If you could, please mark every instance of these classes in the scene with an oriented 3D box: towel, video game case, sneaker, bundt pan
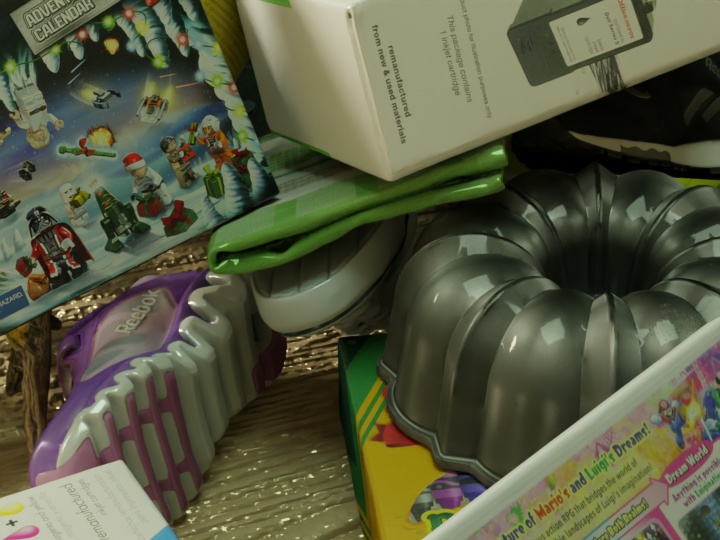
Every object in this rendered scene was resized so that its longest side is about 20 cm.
[{"bbox_3d":[0.002,-0.048,0.978,0.148,0.031,0.200,-20,16,7],"label":"towel"},{"bbox_3d":[0.127,0.135,0.742,0.200,0.024,0.182,-31,84,-38],"label":"video game case"},{"bbox_3d":[0.148,-0.092,1.011,0.199,0.088,0.076,-1,0,-44],"label":"sneaker"},{"bbox_3d":[-0.108,0.057,0.938,0.088,0.081,0.200,4,27,21],"label":"sneaker"},{"bbox_3d":[0.000,0.000,0.990,0.073,0.071,0.200,-15,15,18],"label":"sneaker"},{"bbox_3d":[0.107,0.016,0.893,0.201,0.076,0.202,-1,31,0],"label":"bundt pan"}]

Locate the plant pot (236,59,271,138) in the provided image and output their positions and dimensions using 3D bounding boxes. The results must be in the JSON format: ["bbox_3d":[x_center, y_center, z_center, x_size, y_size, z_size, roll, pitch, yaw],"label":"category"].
[{"bbox_3d":[-0.125,-0.148,1.160,0.195,0.197,0.200,-11,47,-15],"label":"plant pot"}]

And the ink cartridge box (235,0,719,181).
[{"bbox_3d":[0.061,-0.123,0.938,0.199,0.084,0.145,-22,20,-19],"label":"ink cartridge box"}]

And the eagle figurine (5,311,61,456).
[{"bbox_3d":[-0.243,-0.003,0.958,0.199,0.151,0.152,4,43,-5],"label":"eagle figurine"}]

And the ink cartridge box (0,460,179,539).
[{"bbox_3d":[-0.157,0.154,0.748,0.199,0.068,0.115,-17,33,-23],"label":"ink cartridge box"}]

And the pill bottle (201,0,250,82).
[{"bbox_3d":[-0.106,-0.128,0.996,0.112,0.112,0.201,21,74,32],"label":"pill bottle"}]

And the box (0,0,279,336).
[{"bbox_3d":[-0.150,-0.054,0.892,0.199,0.138,0.040,-28,16,-18],"label":"box"}]

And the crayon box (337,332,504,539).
[{"bbox_3d":[0.063,0.097,0.883,0.126,0.051,0.200,-5,33,-6],"label":"crayon box"}]

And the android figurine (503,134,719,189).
[{"bbox_3d":[0.133,-0.043,1.112,0.181,0.041,0.200,18,35,27],"label":"android figurine"}]
